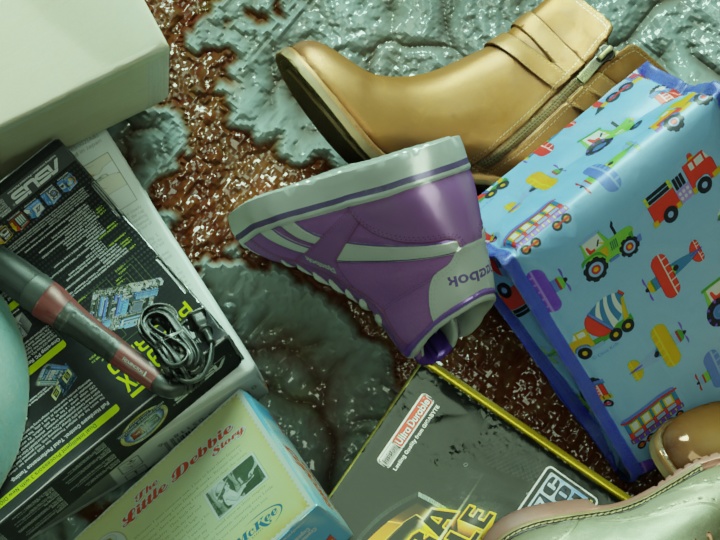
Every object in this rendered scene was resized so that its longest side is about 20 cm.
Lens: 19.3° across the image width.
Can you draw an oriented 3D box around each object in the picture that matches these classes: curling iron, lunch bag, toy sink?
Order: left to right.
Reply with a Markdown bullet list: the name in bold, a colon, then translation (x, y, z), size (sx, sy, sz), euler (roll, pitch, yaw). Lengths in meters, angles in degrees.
- **toy sink**: translation (-0.222, -0.119, 1.162), size (0.200, 0.112, 0.130), euler (-28, 82, -11)
- **curling iron**: translation (-0.157, 0.012, 1.121), size (0.200, 0.026, 0.050), euler (26, 54, 22)
- **lunch bag**: translation (0.167, 0.014, 1.157), size (0.150, 0.094, 0.200), euler (-38, 113, -7)

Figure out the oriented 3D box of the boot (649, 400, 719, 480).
- **boot**: translation (0.260, 0.058, 1.110), size (0.200, 0.155, 0.074), euler (-3, 52, -29)

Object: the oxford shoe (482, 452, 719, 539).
- **oxford shoe**: translation (0.162, 0.144, 1.064), size (0.200, 0.074, 0.071), euler (-17, 109, 2)

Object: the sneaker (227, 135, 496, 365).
- **sneaker**: translation (0.000, 0.000, 1.135), size (0.073, 0.200, 0.114), euler (-22, 97, -29)

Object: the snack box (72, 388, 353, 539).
- **snack box**: translation (-0.107, 0.166, 1.123), size (0.200, 0.116, 0.037), euler (-42, 128, 3)

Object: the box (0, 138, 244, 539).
- **box**: translation (-0.190, 0.050, 1.146), size (0.200, 0.044, 0.160), euler (-40, 69, -7)

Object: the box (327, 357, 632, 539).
- **box**: translation (0.042, 0.173, 1.128), size (0.160, 0.049, 0.200), euler (35, 81, 3)

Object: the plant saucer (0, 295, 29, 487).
- **plant saucer**: translation (-0.275, 0.066, 1.108), size (0.201, 0.039, 0.201), euler (-3, 67, 8)

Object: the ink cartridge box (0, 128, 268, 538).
- **ink cartridge box**: translation (-0.170, 0.028, 1.202), size (0.162, 0.050, 0.200), euler (-31, 64, -5)

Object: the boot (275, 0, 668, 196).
- **boot**: translation (0.067, -0.104, 1.197), size (0.200, 0.077, 0.155), euler (38, 84, 3)
